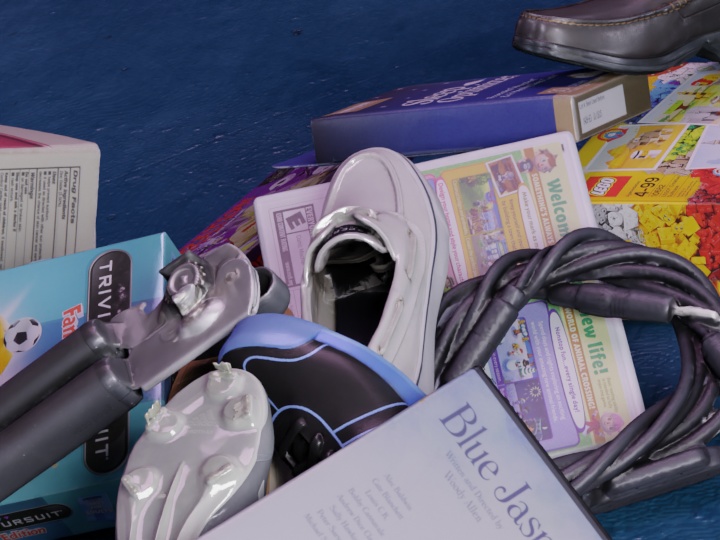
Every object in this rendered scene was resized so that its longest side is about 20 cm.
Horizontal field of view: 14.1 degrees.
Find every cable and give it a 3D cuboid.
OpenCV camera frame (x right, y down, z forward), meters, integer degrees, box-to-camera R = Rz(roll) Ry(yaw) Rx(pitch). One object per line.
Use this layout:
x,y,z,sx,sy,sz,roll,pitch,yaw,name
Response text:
0.096,0.054,1.479,0.199,0.051,0.164,-18,55,-2,cable

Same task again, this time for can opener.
-0.123,0.060,1.470,0.200,0.067,0.053,-36,47,14,can opener

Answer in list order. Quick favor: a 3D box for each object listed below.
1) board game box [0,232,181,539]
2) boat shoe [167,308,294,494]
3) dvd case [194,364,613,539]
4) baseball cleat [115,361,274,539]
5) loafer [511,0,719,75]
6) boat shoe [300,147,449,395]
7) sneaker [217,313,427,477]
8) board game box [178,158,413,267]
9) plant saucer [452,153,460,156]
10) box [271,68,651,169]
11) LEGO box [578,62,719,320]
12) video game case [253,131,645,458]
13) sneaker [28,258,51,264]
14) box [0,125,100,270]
-0.188,0.072,1.546,0.199,0.047,0.152,-13,53,14,board game box
-0.056,0.100,1.471,0.073,0.069,0.200,-15,37,18,boat shoe
0.025,0.143,1.315,0.200,0.143,0.018,-30,-14,-34,dvd case
-0.078,0.145,1.345,0.069,0.107,0.201,1,51,23,baseball cleat
0.172,-0.156,1.695,0.199,0.073,0.073,-8,19,-36,loafer
0.000,0.000,1.502,0.072,0.066,0.201,-13,44,20,boat shoe
0.005,0.099,1.386,0.200,0.070,0.078,33,47,10,sneaker
-0.058,-0.024,1.781,0.120,0.032,0.200,-25,11,40,board game box
0.022,-0.018,1.680,0.200,0.030,0.200,-32,10,6,plant saucer
0.056,-0.090,1.700,0.199,0.033,0.121,-5,10,27,box
0.209,-0.048,1.686,0.148,0.078,0.200,1,27,28,LEGO box
0.046,0.027,1.549,0.181,0.022,0.201,-12,56,1,video game case
-0.168,0.060,1.618,0.077,0.087,0.200,-16,28,-10,sneaker
-0.264,-0.017,1.708,0.109,0.129,0.199,13,12,43,box
